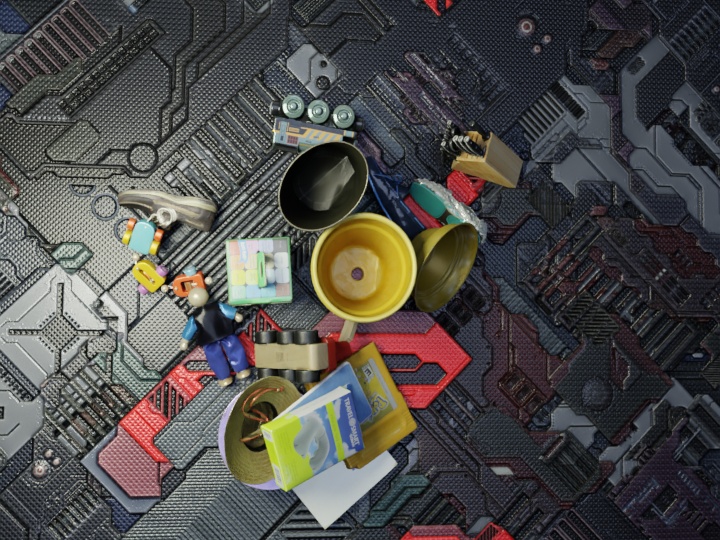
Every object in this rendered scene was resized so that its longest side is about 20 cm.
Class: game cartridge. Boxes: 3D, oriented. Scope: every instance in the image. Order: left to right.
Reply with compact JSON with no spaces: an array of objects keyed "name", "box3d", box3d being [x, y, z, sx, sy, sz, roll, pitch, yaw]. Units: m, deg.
[{"name":"game cartridge","box3d":[0.004,0.273,1.343,0.175,0.032,0.201,-28,89,-29]}]

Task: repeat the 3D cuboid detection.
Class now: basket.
[{"name":"basket","box3d":[-0.072,-0.171,1.270,0.180,0.200,0.136,-42,102,6]}]

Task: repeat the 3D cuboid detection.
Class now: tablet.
[{"name":"tablet","box3d":[-0.070,0.280,1.264,0.199,0.014,0.131,-36,113,-29]}]

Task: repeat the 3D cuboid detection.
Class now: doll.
[{"name":"doll","box3d":[-0.292,0.128,1.321,0.135,0.048,0.202,-22,103,-8]}]

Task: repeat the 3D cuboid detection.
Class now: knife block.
[{"name":"knife block","box3d":[0.256,-0.240,1.357,0.198,0.176,0.065,18,86,-5]}]

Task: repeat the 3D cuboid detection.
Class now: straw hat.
[{"name":"straw hat","box3d":[-0.195,0.281,1.231,0.200,0.085,0.204,-12,107,-44]}]

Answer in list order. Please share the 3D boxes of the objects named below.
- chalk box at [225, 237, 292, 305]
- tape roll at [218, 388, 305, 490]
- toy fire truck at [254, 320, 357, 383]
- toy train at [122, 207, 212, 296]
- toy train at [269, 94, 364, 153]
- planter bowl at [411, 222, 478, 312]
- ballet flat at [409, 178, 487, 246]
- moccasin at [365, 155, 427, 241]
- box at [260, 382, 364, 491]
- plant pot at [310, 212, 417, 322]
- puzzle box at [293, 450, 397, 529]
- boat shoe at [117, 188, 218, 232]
[{"name":"chalk box","box3d":[-0.194,0.003,1.284,0.122,0.200,0.126,-2,87,-6]},{"name":"tape roll","box3d":[-0.174,0.323,1.313,0.197,0.085,0.203,0,80,0]},{"name":"toy fire truck","box3d":[-0.091,0.145,1.329,0.199,0.175,0.130,0,86,-48]},{"name":"toy train","box3d":[-0.384,-0.028,1.328,0.148,0.056,0.202,-15,110,4]},{"name":"toy train","box3d":[-0.094,-0.292,1.377,0.197,0.085,0.115,10,99,-8]},{"name":"planter bowl","box3d":[0.148,-0.022,1.358,0.083,0.200,0.201,33,82,34]},{"name":"ballet flat","box3d":[0.189,-0.130,1.408,0.200,0.072,0.072,42,84,-4]},{"name":"moccasin","box3d":[0.072,-0.154,1.388,0.068,0.081,0.201,-29,103,7]},{"name":"box","box3d":[-0.076,0.302,1.225,0.199,0.047,0.123,-21,105,-32]},{"name":"plant pot","box3d":[0.000,0.000,1.310,0.198,0.189,0.204,0,86,-5]},{"name":"puzzle box","box3d":[-0.039,0.409,1.363,0.199,0.025,0.133,-39,89,-6]},{"name":"boat shoe","box3d":[-0.389,-0.117,1.336,0.197,0.074,0.074,8,86,-4]}]
